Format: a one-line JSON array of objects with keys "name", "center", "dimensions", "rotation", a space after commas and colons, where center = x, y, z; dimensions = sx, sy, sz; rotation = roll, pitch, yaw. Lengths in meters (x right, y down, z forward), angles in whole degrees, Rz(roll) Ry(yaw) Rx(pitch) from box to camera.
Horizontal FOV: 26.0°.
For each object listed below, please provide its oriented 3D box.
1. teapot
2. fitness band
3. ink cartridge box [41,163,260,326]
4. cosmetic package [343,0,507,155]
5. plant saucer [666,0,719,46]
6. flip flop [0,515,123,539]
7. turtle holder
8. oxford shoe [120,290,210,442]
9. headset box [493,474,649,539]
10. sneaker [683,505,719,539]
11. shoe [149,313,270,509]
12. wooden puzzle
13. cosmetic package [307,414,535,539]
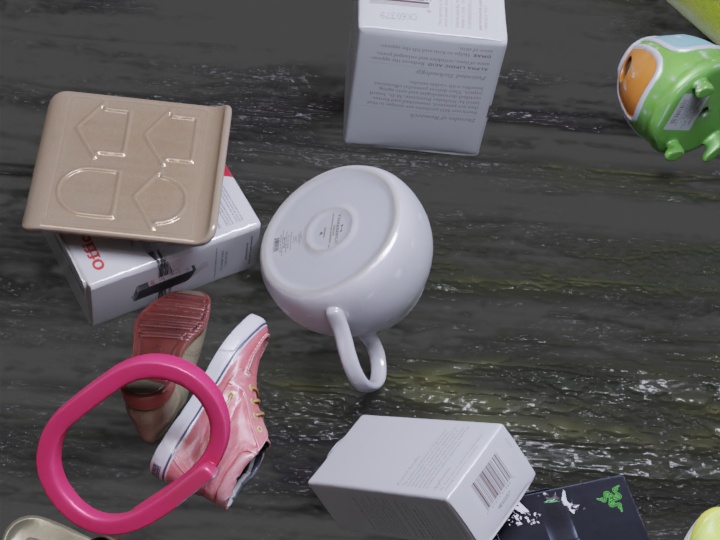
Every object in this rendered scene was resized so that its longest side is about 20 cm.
[{"name": "teapot", "center": [0.000, 0.000, 1.646], "dimensions": [0.200, 0.146, 0.197], "rotation": [-47, 45, -9]}, {"name": "fitness band", "center": [-0.217, 0.166, 1.495], "dimensions": [0.200, 0.037, 0.144], "rotation": [-36, 95, 14]}, {"name": "ink cartridge box", "center": [-0.228, -0.047, 1.674], "dimensions": [0.200, 0.084, 0.144], "rotation": [-21, 61, -21]}, {"name": "cosmetic package", "center": [0.071, -0.261, 1.790], "dimensions": [0.165, 0.200, 0.165], "rotation": [5, 56, -3]}, {"name": "plant saucer", "center": [0.461, -0.301, 1.918], "dimensions": [0.200, 0.048, 0.200], "rotation": [48, 24, 22]}, {"name": "flip flop", "center": [-0.246, 0.278, 1.468], "dimensions": [0.200, 0.058, 0.081], "rotation": [22, 56, 7]}, {"name": "turtle holder", "center": [0.389, -0.221, 1.846], "dimensions": [0.185, 0.141, 0.132], "rotation": [-27, 54, -20]}, {"name": "oxford shoe", "center": [-0.200, 0.093, 1.599], "dimensions": [0.070, 0.075, 0.200], "rotation": [6, 35, 12]}, {"name": "headset box", "center": [0.194, 0.305, 1.491], "dimensions": [0.174, 0.093, 0.200], "rotation": [-8, 57, -14]}, {"name": "sneaker", "center": [0.356, 0.313, 1.510], "dimensions": [0.078, 0.090, 0.200], "rotation": [8, 54, 0]}, {"name": "shoe", "center": [-0.123, 0.143, 1.574], "dimensions": [0.091, 0.072, 0.200], "rotation": [27, 62, 9]}, {"name": "wooden puzzle", "center": [-0.241, -0.101, 1.635], "dimensions": [0.200, 0.046, 0.186], "rotation": [3, 54, 1]}, {"name": "cosmetic package", "center": [0.056, 0.199, 1.488], "dimensions": [0.102, 0.200, 0.074], "rotation": [-48, 117, -30]}]
